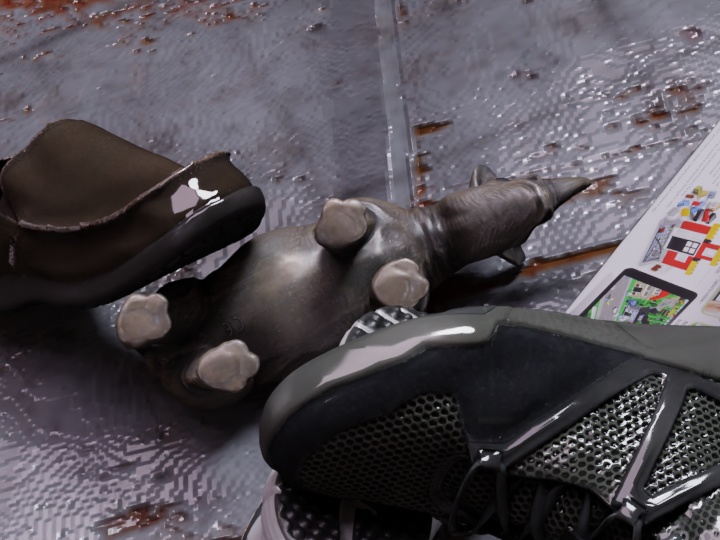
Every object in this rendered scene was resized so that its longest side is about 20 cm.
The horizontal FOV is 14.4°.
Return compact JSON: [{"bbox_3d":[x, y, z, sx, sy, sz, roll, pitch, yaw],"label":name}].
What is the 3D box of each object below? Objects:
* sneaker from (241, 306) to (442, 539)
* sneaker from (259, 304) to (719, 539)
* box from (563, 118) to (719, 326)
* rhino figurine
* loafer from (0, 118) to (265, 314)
[{"bbox_3d":[-0.001,0.080,1.035,0.074,0.080,0.200,34,31,7],"label":"sneaker"},{"bbox_3d":[0.069,0.075,0.940,0.199,0.076,0.114,4,49,-19],"label":"sneaker"},{"bbox_3d":[0.162,-0.005,1.104,0.110,0.035,0.200,16,50,36],"label":"box"},{"bbox_3d":[0.000,0.000,1.134,0.200,0.060,0.087,-23,-6,-6],"label":"rhino figurine"},{"bbox_3d":[-0.115,-0.026,1.156,0.073,0.071,0.200,-27,10,-37],"label":"loafer"}]
